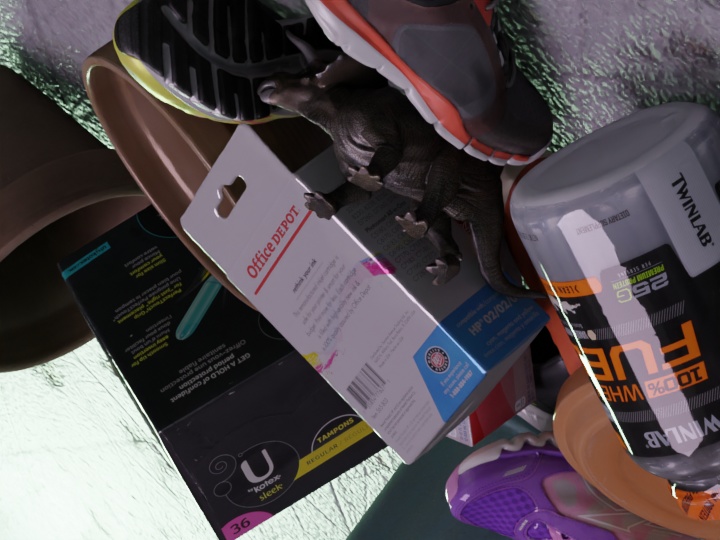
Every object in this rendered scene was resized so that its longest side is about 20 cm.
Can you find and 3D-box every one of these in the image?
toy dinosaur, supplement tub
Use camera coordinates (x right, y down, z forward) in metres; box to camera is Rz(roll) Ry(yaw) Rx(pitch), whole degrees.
[{"bbox_3d":[0.034,-0.059,1.599,0.200,0.102,0.077,30,146,-5],"label":"toy dinosaur"},{"bbox_3d":[0.171,0.023,1.521,0.123,0.122,0.200,-3,117,61],"label":"supplement tub"}]

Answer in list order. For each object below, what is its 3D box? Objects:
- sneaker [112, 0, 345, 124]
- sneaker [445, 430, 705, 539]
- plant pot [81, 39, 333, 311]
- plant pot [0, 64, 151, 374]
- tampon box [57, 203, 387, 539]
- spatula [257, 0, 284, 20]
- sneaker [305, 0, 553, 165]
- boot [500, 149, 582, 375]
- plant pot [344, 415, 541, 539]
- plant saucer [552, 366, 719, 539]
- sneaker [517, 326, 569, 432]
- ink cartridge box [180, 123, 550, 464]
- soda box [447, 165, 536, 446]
[{"bbox_3d":[-0.084,-0.116,1.668,0.090,0.078,0.200,-6,171,35],"label":"sneaker"},{"bbox_3d":[0.148,0.161,1.784,0.200,0.089,0.081,13,141,-20],"label":"sneaker"},{"bbox_3d":[-0.080,-0.078,1.823,0.201,0.093,0.201,49,166,17],"label":"plant pot"},{"bbox_3d":[-0.253,-0.052,2.101,0.175,0.200,0.200,53,164,25],"label":"plant pot"},{"bbox_3d":[-0.087,0.052,1.940,0.200,0.150,0.126,54,173,47],"label":"tampon box"},{"bbox_3d":[-0.113,-0.183,1.804,0.200,0.021,0.057,27,166,29],"label":"spatula"},{"bbox_3d":[0.054,-0.126,1.558,0.200,0.082,0.077,33,-156,-42],"label":"sneaker"},{"bbox_3d":[0.132,0.007,1.695,0.107,0.075,0.200,47,166,34],"label":"boot"},{"bbox_3d":[0.086,0.186,1.909,0.200,0.196,0.200,34,156,18],"label":"plant pot"},{"bbox_3d":[0.209,0.109,1.677,0.200,0.032,0.200,12,151,7],"label":"plant saucer"},{"bbox_3d":[0.089,0.045,1.832,0.200,0.074,0.085,14,139,35],"label":"sneaker"},{"bbox_3d":[0.000,0.000,1.671,0.200,0.068,0.115,46,140,8],"label":"ink cartridge box"},{"bbox_3d":[0.052,0.001,1.726,0.070,0.063,0.200,19,130,40],"label":"soda box"}]
